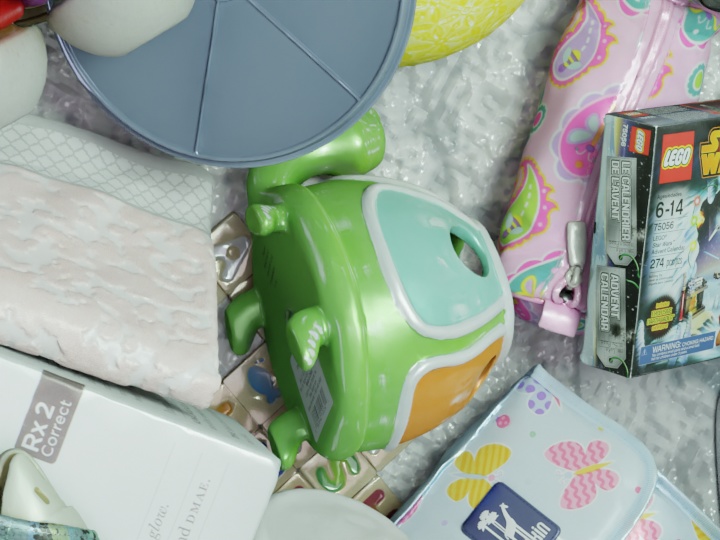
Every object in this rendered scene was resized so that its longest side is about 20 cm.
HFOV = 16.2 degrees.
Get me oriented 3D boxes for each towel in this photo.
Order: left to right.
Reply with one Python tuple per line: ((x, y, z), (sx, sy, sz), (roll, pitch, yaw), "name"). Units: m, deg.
((-0.164, -0.021, 1.290), (0.199, 0.192, 0.032), (19, 122, -15), "towel")

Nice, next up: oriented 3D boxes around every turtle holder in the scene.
((0.001, 0.011, 1.359), (0.131, 0.186, 0.142), (-11, 125, -17), "turtle holder")

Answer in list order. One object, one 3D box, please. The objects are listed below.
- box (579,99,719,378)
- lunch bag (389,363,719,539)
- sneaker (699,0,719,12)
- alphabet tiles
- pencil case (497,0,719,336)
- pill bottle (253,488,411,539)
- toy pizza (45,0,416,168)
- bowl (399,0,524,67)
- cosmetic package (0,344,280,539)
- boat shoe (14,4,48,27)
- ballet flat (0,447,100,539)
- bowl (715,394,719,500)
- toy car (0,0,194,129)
((0.204, -0.024, 1.391), (0.199, 0.040, 0.138), (-10, 109, -43), "box")
((0.111, 0.178, 1.395), (0.200, 0.127, 0.170), (46, 80, -8), "lunch bag")
((0.248, -0.151, 1.399), (0.199, 0.074, 0.080), (-12, 109, -52), "sneaker")
((-0.069, 0.097, 1.406), (0.167, 0.008, 0.200), (-42, 101, -9), "alphabet tiles")
((0.132, -0.062, 1.400), (0.087, 0.087, 0.201), (21, 87, -14), "pencil case")
((-0.046, 0.223, 1.335), (0.112, 0.113, 0.201), (20, 118, -14), "pill bottle")
((-0.066, -0.152, 1.282), (0.198, 0.032, 0.202), (4, 106, 13), "toy pizza")
((0.045, -0.202, 1.328), (0.199, 0.107, 0.202), (-8, 103, -39), "bowl")
((-0.169, 0.126, 1.295), (0.199, 0.165, 0.166), (21, 90, -12), "cosmetic package")
((-0.107, -0.200, 1.347), (0.199, 0.072, 0.068), (-27, 101, -9), "boat shoe")
((-0.187, 0.105, 1.173), (0.199, 0.074, 0.075), (19, 88, -14), "ballet flat")
((0.315, 0.136, 1.471), (0.198, 0.075, 0.202), (-10, 94, -14), "bowl")
((-0.179, -0.165, 1.196), (0.199, 0.150, 0.176), (-30, 95, -2), "toy car")
